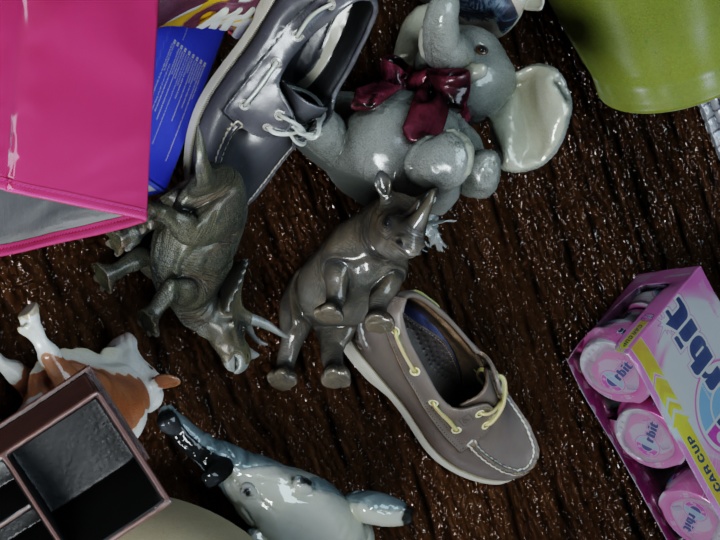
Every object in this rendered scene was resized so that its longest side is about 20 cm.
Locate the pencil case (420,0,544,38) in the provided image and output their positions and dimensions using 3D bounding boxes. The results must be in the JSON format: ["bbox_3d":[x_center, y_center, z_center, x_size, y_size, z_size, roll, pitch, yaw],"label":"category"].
[{"bbox_3d":[0.041,-0.240,1.829,0.200,0.089,0.078,34,60,-34],"label":"pencil case"}]

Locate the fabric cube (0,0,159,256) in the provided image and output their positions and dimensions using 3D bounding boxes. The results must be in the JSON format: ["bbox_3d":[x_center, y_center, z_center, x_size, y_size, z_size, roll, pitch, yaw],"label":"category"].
[{"bbox_3d":[-0.245,-0.127,1.477,0.200,0.196,0.200,13,74,-40],"label":"fabric cube"}]

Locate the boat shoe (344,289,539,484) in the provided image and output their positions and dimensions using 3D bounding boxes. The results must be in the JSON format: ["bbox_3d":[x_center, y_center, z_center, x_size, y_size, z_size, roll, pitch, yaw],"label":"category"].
[{"bbox_3d":[0.066,0.082,1.829,0.200,0.059,0.072,47,56,-28],"label":"boat shoe"}]

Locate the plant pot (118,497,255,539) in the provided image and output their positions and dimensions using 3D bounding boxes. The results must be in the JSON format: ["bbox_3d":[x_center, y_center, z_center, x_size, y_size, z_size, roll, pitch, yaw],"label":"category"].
[{"bbox_3d":[-0.107,0.234,1.599,0.200,0.134,0.201,6,81,-42],"label":"plant pot"}]

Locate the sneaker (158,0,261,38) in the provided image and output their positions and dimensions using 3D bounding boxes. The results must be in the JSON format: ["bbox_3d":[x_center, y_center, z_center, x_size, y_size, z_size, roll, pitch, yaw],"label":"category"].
[{"bbox_3d":[-0.069,-0.176,1.669,0.200,0.075,0.090,-33,102,-40],"label":"sneaker"}]

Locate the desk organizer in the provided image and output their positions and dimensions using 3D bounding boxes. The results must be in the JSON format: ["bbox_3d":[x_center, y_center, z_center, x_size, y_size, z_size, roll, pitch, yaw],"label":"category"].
[{"bbox_3d":[-0.213,0.147,1.484,0.200,0.077,0.072,-33,114,-6],"label":"desk organizer"}]

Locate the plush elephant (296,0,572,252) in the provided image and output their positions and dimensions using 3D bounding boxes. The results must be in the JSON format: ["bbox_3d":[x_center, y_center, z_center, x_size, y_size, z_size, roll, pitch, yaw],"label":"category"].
[{"bbox_3d":[0.049,-0.116,1.778,0.155,0.165,0.200,-62,154,-13],"label":"plush elephant"}]

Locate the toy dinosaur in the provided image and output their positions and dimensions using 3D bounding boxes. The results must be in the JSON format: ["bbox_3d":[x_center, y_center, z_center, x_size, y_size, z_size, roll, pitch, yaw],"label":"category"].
[{"bbox_3d":[-0.107,-0.023,1.649,0.102,0.077,0.200,-28,134,-36],"label":"toy dinosaur"}]

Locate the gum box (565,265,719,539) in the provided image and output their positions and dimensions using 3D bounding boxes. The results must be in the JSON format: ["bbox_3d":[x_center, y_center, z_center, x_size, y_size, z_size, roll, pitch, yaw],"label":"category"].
[{"bbox_3d":[0.246,0.103,1.989,0.114,0.066,0.200,-46,115,-38],"label":"gum box"}]

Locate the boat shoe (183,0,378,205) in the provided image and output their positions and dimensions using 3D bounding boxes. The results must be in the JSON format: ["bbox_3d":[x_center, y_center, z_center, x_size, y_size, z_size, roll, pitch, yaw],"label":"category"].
[{"bbox_3d":[-0.050,-0.110,1.649,0.073,0.063,0.200,5,122,-44],"label":"boat shoe"}]

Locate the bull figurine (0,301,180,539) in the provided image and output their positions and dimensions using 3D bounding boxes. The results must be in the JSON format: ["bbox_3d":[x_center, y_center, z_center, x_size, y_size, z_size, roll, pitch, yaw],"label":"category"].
[{"bbox_3d":[-0.195,0.097,1.583,0.121,0.065,0.200,47,55,-24],"label":"bull figurine"}]

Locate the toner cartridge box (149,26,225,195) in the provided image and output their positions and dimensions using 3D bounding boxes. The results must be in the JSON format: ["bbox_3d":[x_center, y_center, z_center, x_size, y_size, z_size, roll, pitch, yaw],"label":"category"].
[{"bbox_3d":[-0.139,-0.156,1.682,0.095,0.043,0.200,37,61,-35],"label":"toner cartridge box"}]

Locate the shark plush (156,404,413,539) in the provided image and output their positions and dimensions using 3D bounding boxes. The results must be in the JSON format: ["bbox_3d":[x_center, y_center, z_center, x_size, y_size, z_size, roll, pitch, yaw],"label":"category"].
[{"bbox_3d":[-0.063,0.152,1.693,0.200,0.083,0.091,23,102,-33],"label":"shark plush"}]

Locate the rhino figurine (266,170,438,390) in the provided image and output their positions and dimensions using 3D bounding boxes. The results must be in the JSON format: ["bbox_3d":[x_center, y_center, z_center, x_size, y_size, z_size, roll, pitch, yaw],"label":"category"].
[{"bbox_3d":[0.000,0.000,1.699,0.060,0.200,0.088,20,52,-16],"label":"rhino figurine"}]

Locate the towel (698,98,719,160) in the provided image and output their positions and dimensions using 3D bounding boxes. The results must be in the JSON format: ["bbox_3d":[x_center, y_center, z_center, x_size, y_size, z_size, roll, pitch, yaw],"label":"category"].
[{"bbox_3d":[0.358,-0.145,2.113,0.166,0.086,0.200,-36,108,-41],"label":"towel"}]

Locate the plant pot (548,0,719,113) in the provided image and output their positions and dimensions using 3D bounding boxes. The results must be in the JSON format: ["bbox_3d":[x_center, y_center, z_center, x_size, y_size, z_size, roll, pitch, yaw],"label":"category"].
[{"bbox_3d":[0.217,-0.227,1.938,0.200,0.200,0.193,-39,122,-39],"label":"plant pot"}]
